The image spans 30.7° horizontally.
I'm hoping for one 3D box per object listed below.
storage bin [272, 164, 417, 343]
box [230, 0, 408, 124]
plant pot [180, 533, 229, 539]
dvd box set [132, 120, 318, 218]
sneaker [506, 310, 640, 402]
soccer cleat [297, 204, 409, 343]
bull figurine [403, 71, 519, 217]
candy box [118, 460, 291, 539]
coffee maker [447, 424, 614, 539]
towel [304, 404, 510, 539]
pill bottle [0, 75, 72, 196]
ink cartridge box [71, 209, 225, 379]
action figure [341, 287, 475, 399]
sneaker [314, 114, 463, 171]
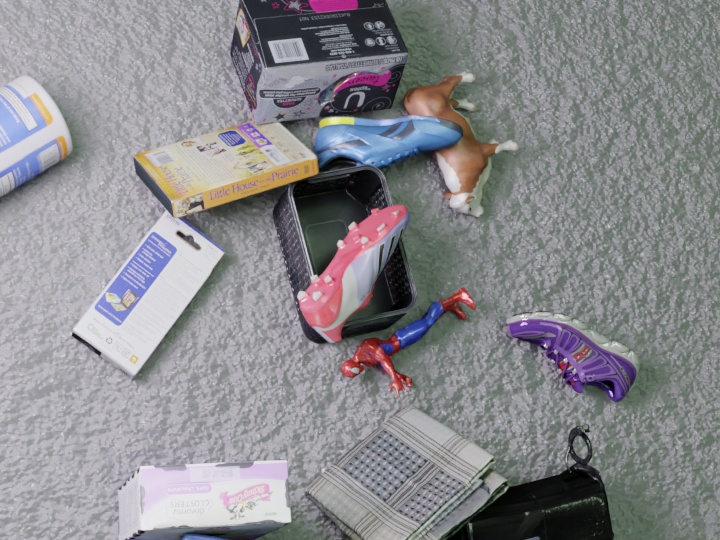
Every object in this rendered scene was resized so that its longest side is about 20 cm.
[{"bbox_3d":[-0.022,-0.021,1.690,0.134,0.094,0.202,-11,79,-20],"label":"storage bin"},{"bbox_3d":[-0.057,-0.283,1.729,0.198,0.115,0.133,-10,59,-19],"label":"box"},{"bbox_3d":[-0.141,0.420,1.475,0.198,0.180,0.202,16,70,-13],"label":"plant pot"},{"bbox_3d":[-0.172,-0.134,1.660,0.198,0.146,0.030,-19,125,-22],"label":"dvd box set"},{"bbox_3d":[0.284,0.115,1.756,0.199,0.081,0.084,26,74,-10],"label":"sneaker"},{"bbox_3d":[0.000,0.000,1.615,0.200,0.066,0.077,-49,124,-29],"label":"soccer cleat"},{"bbox_3d":[0.139,-0.175,1.802,0.121,0.065,0.201,-27,86,-26],"label":"bull figurine"},{"bbox_3d":[-0.182,0.268,1.495,0.166,0.200,0.072,1,73,-18],"label":"candy box"},{"bbox_3d":[0.199,0.311,1.644,0.198,0.135,0.194,-6,72,-18],"label":"coffee maker"},{"bbox_3d":[0.055,0.260,1.597,0.192,0.035,0.199,-35,42,-23],"label":"towel"},{"bbox_3d":[-0.458,-0.140,1.577,0.199,0.112,0.112,-35,87,-23],"label":"pill bottle"},{"bbox_3d":[-0.262,0.028,1.631,0.094,0.037,0.201,36,70,-4],"label":"ink cartridge box"},{"bbox_3d":[0.071,0.108,1.694,0.199,0.065,0.100,-24,74,-22],"label":"action figure"},{"bbox_3d":[0.037,-0.161,1.741,0.198,0.066,0.079,0,73,7],"label":"sneaker"}]
